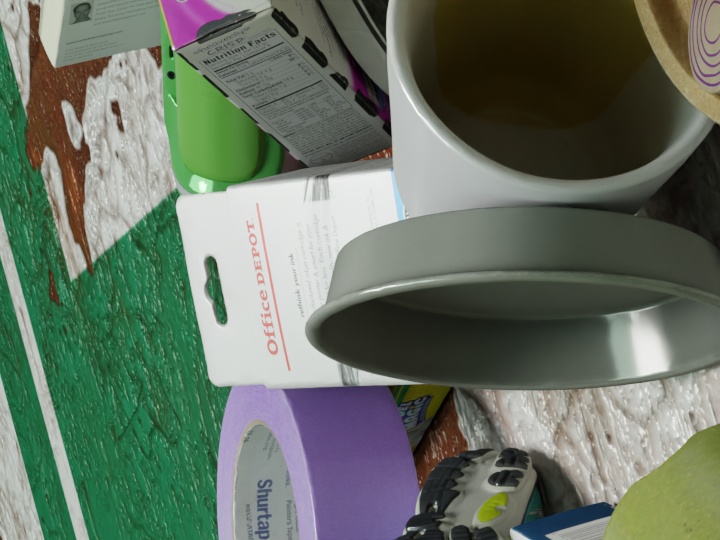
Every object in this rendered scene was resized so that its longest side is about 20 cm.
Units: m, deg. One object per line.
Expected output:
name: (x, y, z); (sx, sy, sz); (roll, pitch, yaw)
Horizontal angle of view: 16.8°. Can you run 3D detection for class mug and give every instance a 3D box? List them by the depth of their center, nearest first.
mug: (0.089, -0.083, 1.106); (0.149, 0.187, 0.153); (36, 157, 10)

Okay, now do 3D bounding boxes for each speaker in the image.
speaker: (-0.077, -0.129, 1.510); (0.088, 0.088, 0.200); (-131, 34, -50)

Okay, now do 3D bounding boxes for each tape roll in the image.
tape roll: (-0.026, 0.152, 1.411); (0.200, 0.066, 0.200); (176, 90, -70)

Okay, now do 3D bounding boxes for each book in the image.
book: (-0.125, -0.215, 1.513); (0.200, 0.133, 0.048); (105, 144, -49)

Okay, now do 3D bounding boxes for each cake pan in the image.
cake pan: (0.075, 0.014, 1.086); (0.200, 0.200, 0.037); (141, 133, -66)

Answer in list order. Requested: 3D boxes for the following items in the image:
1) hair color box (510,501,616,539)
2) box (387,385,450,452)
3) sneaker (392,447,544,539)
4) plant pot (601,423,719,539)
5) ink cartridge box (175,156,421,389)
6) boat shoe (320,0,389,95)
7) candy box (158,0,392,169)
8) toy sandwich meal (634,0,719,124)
hair color box: (0.134, 0.228, 1.230); (0.100, 0.060, 0.200); (-156, 56, -64)
box: (0.010, 0.036, 1.447); (0.117, 0.048, 0.200); (66, 155, 23)
sneaker: (0.056, 0.168, 1.271); (0.077, 0.200, 0.080); (-7, 112, 29)
plant pot: (0.179, 0.154, 0.935); (0.184, 0.200, 0.201); (-120, 25, -62)
ink cartridge box: (0.000, 0.000, 1.312); (0.200, 0.068, 0.116); (-4, 99, 42)
boat shoe: (0.000, -0.182, 1.300); (0.071, 0.064, 0.200); (-89, -26, -60)
candy box: (-0.052, -0.149, 1.316); (0.200, 0.061, 0.137); (42, -152, -63)
toy sandwich meal: (0.137, -0.151, 0.953); (0.205, 0.070, 0.206); (20, 113, 60)
